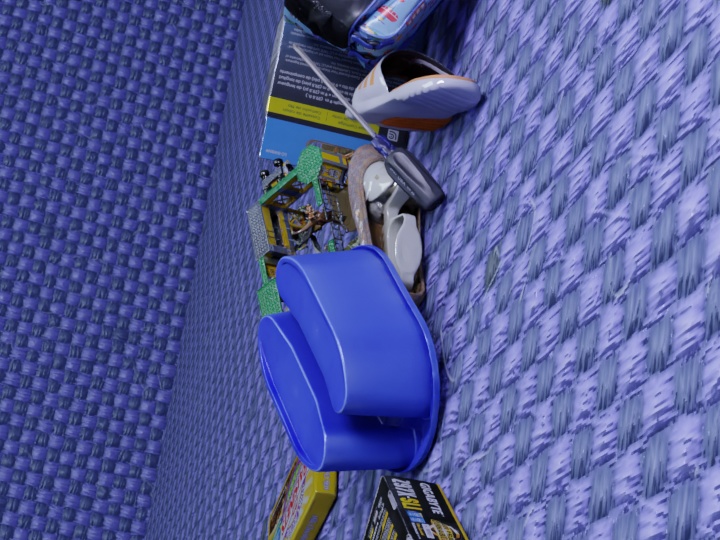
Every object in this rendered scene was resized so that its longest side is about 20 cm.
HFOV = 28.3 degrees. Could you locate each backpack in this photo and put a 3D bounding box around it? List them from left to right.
[{"bbox_3d":[0.014,-0.272,1.296,0.183,0.134,0.200,-50,-2,-8],"label":"backpack"}]

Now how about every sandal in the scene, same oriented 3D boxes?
[{"bbox_3d":[0.052,-0.161,1.229,0.207,0.079,0.059,172,106,-69],"label":"sandal"}]

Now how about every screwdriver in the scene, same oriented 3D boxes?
[{"bbox_3d":[0.003,-0.125,1.234,0.028,0.200,0.029,-39,-22,-7],"label":"screwdriver"}]

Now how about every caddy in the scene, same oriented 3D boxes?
[{"bbox_3d":[-0.002,0.069,1.134,0.200,0.105,0.142,62,143,42],"label":"caddy"}]

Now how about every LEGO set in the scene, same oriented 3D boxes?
[{"bbox_3d":[-0.020,-0.011,1.340,0.154,0.116,0.200,-44,50,32],"label":"LEGO set"}]

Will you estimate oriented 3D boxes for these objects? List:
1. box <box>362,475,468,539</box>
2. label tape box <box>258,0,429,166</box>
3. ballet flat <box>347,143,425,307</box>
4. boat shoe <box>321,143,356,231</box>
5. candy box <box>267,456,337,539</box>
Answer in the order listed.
[{"bbox_3d":[0.023,0.261,0.970,0.160,0.049,0.200,-127,51,-72],"label":"box"},{"bbox_3d":[-0.020,-0.187,1.421,0.063,0.144,0.200,156,127,-76],"label":"label tape box"},{"bbox_3d":[0.030,-0.042,1.243,0.067,0.068,0.200,124,146,-51],"label":"ballet flat"},{"bbox_3d":[0.000,-0.142,1.494,0.071,0.069,0.200,0,96,57],"label":"boat shoe"},{"bbox_3d":[-0.061,0.240,1.455,0.200,0.026,0.102,113,161,-44],"label":"candy box"}]
